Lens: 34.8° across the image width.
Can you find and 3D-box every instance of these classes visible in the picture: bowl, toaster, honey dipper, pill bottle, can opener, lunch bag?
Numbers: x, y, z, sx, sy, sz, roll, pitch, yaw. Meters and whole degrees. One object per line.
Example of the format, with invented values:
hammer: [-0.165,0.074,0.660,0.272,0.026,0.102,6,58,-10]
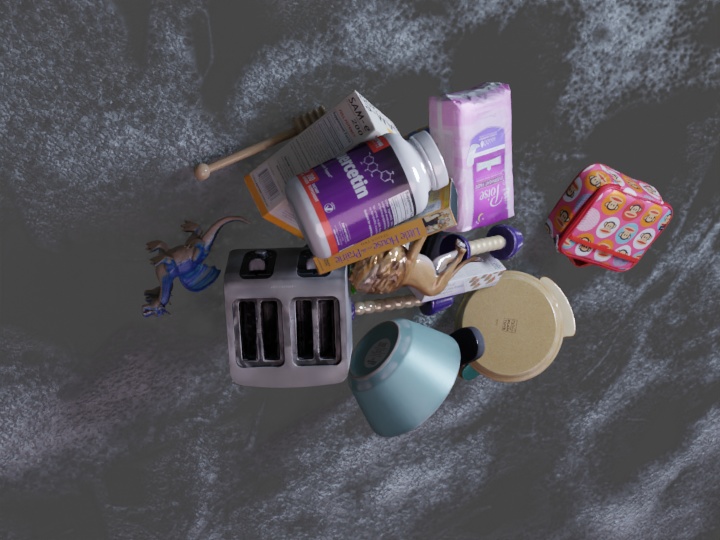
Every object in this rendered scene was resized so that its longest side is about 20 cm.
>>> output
bowl: [0.055,0.157,1.868,0.201,0.201,0.105,-43,115,11]
toaster: [-0.103,0.071,1.640,0.178,0.119,0.203,-1,108,2]
honey dipper: [-0.134,-0.168,1.560,0.198,0.038,0.038,-26,136,-9]
pill bottle: [0.009,-0.104,1.480,0.198,0.113,0.113,-26,136,-6]
can opener: [0.122,-0.071,1.777,0.078,0.064,0.202,-6,130,-26]
lunch bag: [0.409,-0.077,1.933,0.198,0.082,0.177,14,123,-36]

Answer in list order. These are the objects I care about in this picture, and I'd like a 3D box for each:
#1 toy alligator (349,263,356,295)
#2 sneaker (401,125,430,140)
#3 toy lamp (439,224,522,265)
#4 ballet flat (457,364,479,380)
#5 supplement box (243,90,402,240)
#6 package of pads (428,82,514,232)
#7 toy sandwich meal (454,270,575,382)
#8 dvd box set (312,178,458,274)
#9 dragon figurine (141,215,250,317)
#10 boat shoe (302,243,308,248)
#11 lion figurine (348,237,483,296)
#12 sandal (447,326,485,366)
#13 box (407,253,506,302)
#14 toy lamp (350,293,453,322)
toy alligator: [0.000,0.000,1.779,0.198,0.059,0.055,-25,96,-9]
sneaker: [0.061,-0.124,1.677,0.200,0.088,0.075,-41,134,6]
toy lamp: [0.195,-0.039,1.802,0.199,0.058,0.059,-11,137,-53]
ballet flat: [0.244,0.122,2.009,0.198,0.073,0.068,-28,132,-7]
supplement box: [-0.043,-0.141,1.575,0.199,0.074,0.126,-36,154,14]
package of pads: [0.160,-0.163,1.655,0.119,0.075,0.203,-18,115,-35]
toy sandwich meal: [0.257,0.091,1.945,0.204,0.206,0.070,-35,173,3]
dvd box set: [0.037,-0.062,1.564,0.198,0.147,0.030,-20,107,11]
dragon figurine: [-0.237,-0.012,1.622,0.198,0.059,0.100,-31,137,-2]
boat shoe: [-0.101,0.016,1.715,0.073,0.075,0.200,27,111,-41]
lion figurine: [0.081,-0.001,1.644,0.198,0.072,0.123,23,103,-35]
sandal: [0.130,0.152,1.938,0.042,0.077,0.200,-7,153,-41]
box: [0.157,0.011,1.843,0.199,0.042,0.039,-12,142,-47]
toy lamp: [0.058,0.054,1.854,0.197,0.058,0.059,-9,132,-23]
